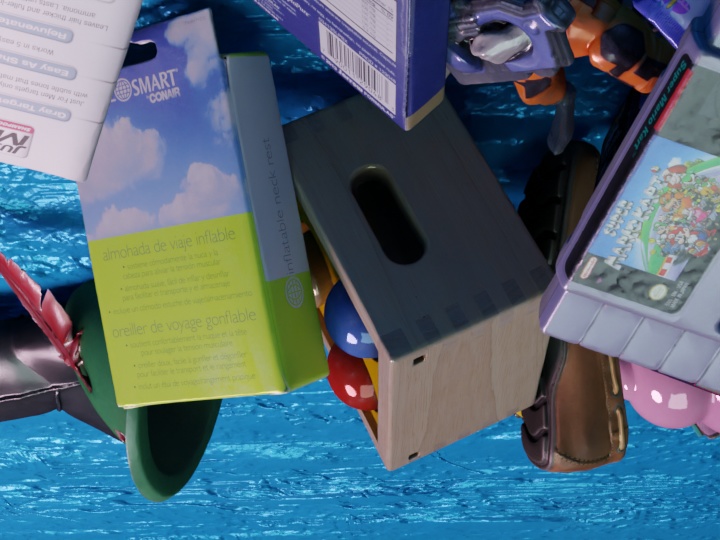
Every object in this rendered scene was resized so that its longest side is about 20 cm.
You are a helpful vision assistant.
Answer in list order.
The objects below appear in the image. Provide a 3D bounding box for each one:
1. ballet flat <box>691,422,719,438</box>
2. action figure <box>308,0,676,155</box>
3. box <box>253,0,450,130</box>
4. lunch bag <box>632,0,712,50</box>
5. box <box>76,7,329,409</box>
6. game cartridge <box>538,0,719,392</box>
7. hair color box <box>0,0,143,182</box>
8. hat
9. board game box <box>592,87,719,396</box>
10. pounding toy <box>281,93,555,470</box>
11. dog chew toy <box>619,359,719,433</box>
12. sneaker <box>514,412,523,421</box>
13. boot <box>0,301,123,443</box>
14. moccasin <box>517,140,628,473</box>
[{"bbox_3d":[0.261,0.081,1.112,0.071,0.069,0.200,-32,146,18],"label":"ballet flat"},{"bbox_3d":[0.068,-0.131,0.702,0.193,0.105,0.199,33,166,-37],"label":"action figure"},{"bbox_3d":[-0.012,-0.156,0.600,0.032,0.121,0.200,-41,160,-17],"label":"box"},{"bbox_3d":[0.223,-0.122,0.629,0.151,0.094,0.200,-45,125,12],"label":"lunch bag"},{"bbox_3d":[-0.094,-0.031,0.773,0.121,0.202,0.048,-8,-176,33],"label":"box"},{"bbox_3d":[0.172,-0.029,0.626,0.129,0.039,0.201,15,129,-11],"label":"game cartridge"},{"bbox_3d":[-0.141,-0.134,0.605,0.098,0.061,0.200,12,136,-17],"label":"hair color box"},{"bbox_3d":[-0.198,0.045,0.985,0.175,0.202,0.166,9,-166,14],"label":"hat"},{"bbox_3d":[0.220,-0.001,0.770,0.199,0.166,0.057,21,133,1],"label":"board game box"},{"bbox_3d":[0.000,0.000,0.836,0.141,0.201,0.184,-23,153,-11],"label":"pounding toy"},{"bbox_3d":[0.271,0.059,0.973,0.198,0.125,0.125,-8,153,-6],"label":"dog chew toy"},{"bbox_3d":[0.105,0.042,1.034,0.082,0.078,0.200,-37,140,24],"label":"sneaker"},{"bbox_3d":[-0.244,0.092,1.104,0.167,0.077,0.201,-10,144,12],"label":"boot"},{"bbox_3d":[0.138,0.022,0.868,0.077,0.203,0.074,-6,-177,-16],"label":"moccasin"}]
